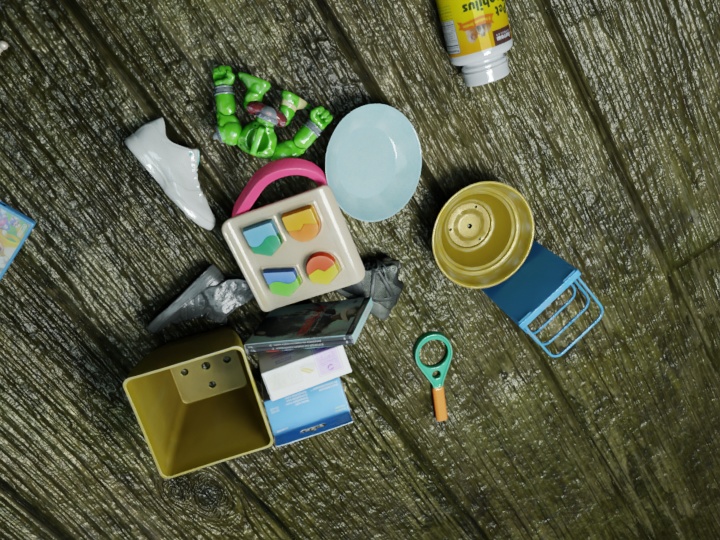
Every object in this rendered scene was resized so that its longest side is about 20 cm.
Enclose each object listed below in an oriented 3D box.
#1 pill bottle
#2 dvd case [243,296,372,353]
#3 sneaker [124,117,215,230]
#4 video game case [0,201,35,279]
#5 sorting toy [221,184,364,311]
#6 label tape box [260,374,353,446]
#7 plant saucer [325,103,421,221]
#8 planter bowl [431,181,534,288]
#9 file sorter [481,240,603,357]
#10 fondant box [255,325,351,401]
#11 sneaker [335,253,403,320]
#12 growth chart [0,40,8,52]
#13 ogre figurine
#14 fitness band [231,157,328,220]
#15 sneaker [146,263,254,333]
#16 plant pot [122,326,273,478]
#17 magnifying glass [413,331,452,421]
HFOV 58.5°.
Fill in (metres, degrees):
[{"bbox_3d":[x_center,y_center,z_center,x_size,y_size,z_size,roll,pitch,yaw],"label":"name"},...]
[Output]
[{"bbox_3d":[0.188,-0.417,1.067,0.108,0.109,0.202,-21,112,-5],"label":"pill bottle"},{"bbox_3d":[-0.087,0.094,1.125,0.198,0.146,0.022,-6,112,18],"label":"dvd case"},{"bbox_3d":[-0.295,-0.161,1.075,0.088,0.075,0.201,-41,111,-9],"label":"sneaker"},{"bbox_3d":[-0.660,-0.074,1.049,0.199,0.018,0.144,34,99,-20],"label":"video game case"},{"bbox_3d":[-0.112,-0.030,1.094,0.198,0.037,0.186,-19,115,9],"label":"sorting toy"},{"bbox_3d":[-0.103,0.223,1.174,0.142,0.200,0.067,-17,110,-6],"label":"label tape box"},{"bbox_3d":[0.018,-0.189,1.128,0.199,0.039,0.203,-9,108,-30],"label":"plant saucer"},{"bbox_3d":[0.217,-0.075,1.205,0.198,0.084,0.203,-4,109,-10],"label":"planter bowl"},{"bbox_3d":[0.336,0.048,1.213,0.139,0.200,0.123,-44,114,5],"label":"file sorter"},{"bbox_3d":[-0.107,0.138,1.145,0.143,0.200,0.059,-19,112,-6],"label":"fondant box"},{"bbox_3d":[0.000,0.000,1.190,0.198,0.076,0.115,31,98,-23],"label":"sneaker"},{"bbox_3d":[-0.649,-0.335,0.937,0.199,0.018,0.145,33,101,-39],"label":"growth chart"},{"bbox_3d":[-0.160,-0.246,1.059,0.199,0.098,0.121,21,92,-30],"label":"ogre figurine"},{"bbox_3d":[-0.136,-0.110,1.103,0.143,0.038,0.200,18,132,-30],"label":"fitness band"},{"bbox_3d":[-0.279,0.067,1.158,0.200,0.060,0.104,-43,107,1],"label":"sneaker"},{"bbox_3d":[-0.278,0.209,1.143,0.198,0.177,0.202,-16,111,-4],"label":"plant pot"},{"bbox_3d":[0.156,0.220,1.327,0.079,0.022,0.202,-12,112,-8],"label":"magnifying glass"}]
